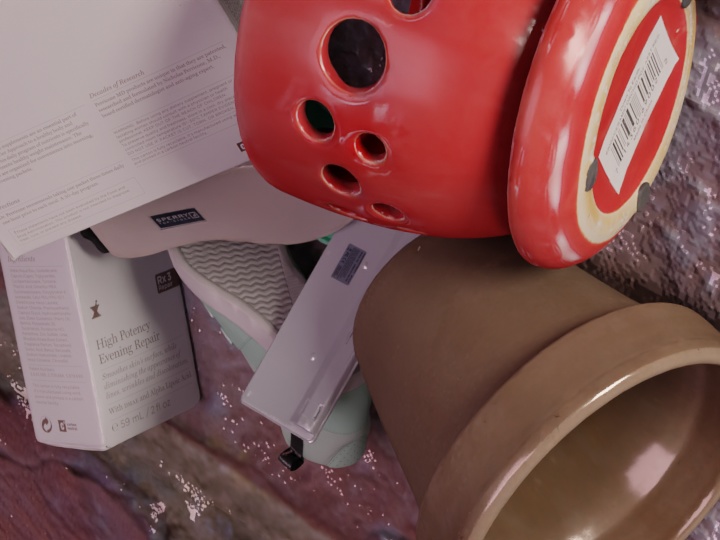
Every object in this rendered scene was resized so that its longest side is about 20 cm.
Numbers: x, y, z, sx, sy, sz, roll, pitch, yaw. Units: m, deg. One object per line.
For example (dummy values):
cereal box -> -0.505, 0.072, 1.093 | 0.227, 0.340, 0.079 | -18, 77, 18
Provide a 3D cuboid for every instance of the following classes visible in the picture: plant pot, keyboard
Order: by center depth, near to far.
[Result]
plant pot -> 0.060, -0.110, 0.877 | 0.181, 0.200, 0.203 | 20, 116, 26
plant pot -> 0.086, 0.068, 0.941 | 0.175, 0.199, 0.202 | 48, 129, 37
keyboard -> 0.000, 0.000, 1.008 | 0.056, 0.011, 0.201 | 26, 83, 34

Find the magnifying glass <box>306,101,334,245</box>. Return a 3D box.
magnifying glass -> -0.043, -0.106, 1.071 | 0.079, 0.022, 0.201 | -33, 82, 39

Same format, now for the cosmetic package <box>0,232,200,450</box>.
cosmetic package -> -0.177, 0.006, 1.160 | 0.073, 0.101, 0.202 | 1, 106, 36

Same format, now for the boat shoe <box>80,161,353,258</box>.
boat shoe -> -0.080, -0.069, 1.053 | 0.198, 0.093, 0.075 | -5, 140, 27

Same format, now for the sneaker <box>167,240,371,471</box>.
sneaker -> -0.062, 0.041, 1.101 | 0.201, 0.073, 0.119 | 48, 153, 36

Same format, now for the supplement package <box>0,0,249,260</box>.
supplement package -> -0.156, -0.152, 0.967 | 0.190, 0.148, 0.201 | -21, 123, 16
